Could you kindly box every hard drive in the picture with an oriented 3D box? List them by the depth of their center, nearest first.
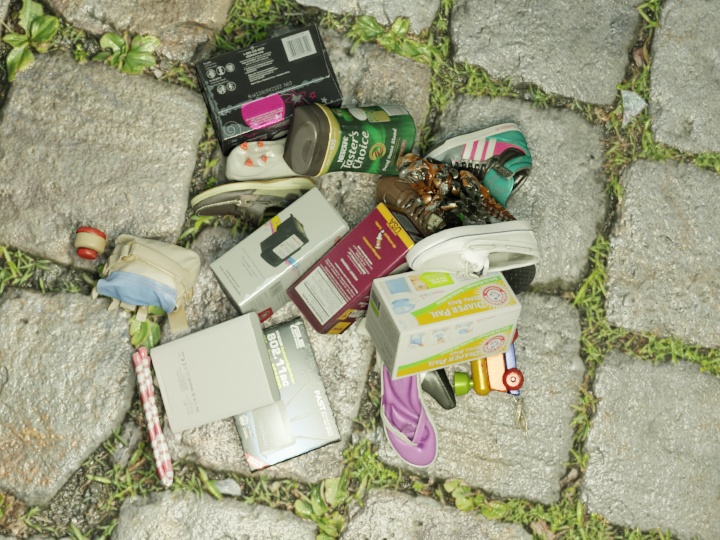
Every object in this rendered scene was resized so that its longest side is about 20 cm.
[{"bbox_3d":[-0.217,0.153,1.639,0.197,0.026,0.134,-20,85,29],"label":"hard drive"}]

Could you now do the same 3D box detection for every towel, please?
[{"bbox_3d":[-0.301,0.216,1.621,0.029,0.146,0.204,-12,85,-13],"label":"towel"}]

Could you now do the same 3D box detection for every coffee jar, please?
[{"bbox_3d":[-0.018,-0.197,1.673,0.197,0.086,0.106,-5,127,-32],"label":"coffee jar"}]

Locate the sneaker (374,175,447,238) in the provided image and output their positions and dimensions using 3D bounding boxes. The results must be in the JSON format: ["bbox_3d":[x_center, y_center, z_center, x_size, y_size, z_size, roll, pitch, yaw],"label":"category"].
[{"bbox_3d":[0.110,-0.082,1.710,0.199,0.076,0.071,38,81,-1],"label":"sneaker"}]

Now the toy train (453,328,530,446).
[{"bbox_3d":[0.195,0.177,1.716,0.113,0.085,0.204,-7,84,4],"label":"toy train"}]

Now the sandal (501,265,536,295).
[{"bbox_3d":[0.185,0.026,1.744,0.198,0.045,0.076,-27,95,-13],"label":"sandal"}]

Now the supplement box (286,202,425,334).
[{"bbox_3d":[0.000,0.000,1.659,0.200,0.110,0.086,-43,75,12],"label":"supplement box"}]

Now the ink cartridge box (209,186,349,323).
[{"bbox_3d":[-0.116,-0.016,1.664,0.199,0.146,0.083,-37,75,-9],"label":"ink cartridge box"}]

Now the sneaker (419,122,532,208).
[{"bbox_3d":[0.188,-0.148,1.735,0.197,0.084,0.122,-21,61,-13],"label":"sneaker"}]

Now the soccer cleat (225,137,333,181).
[{"bbox_3d":[-0.118,-0.173,1.731,0.197,0.077,0.071,-5,73,-27],"label":"soccer cleat"}]

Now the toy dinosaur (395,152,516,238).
[{"bbox_3d":[0.148,-0.113,1.655,0.196,0.103,0.137,5,44,-5],"label":"toy dinosaur"}]

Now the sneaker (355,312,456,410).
[{"bbox_3d":[0.069,0.145,1.715,0.088,0.074,0.201,-38,89,9],"label":"sneaker"}]

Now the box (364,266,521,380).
[{"bbox_3d":[0.121,0.067,1.620,0.197,0.102,0.113,-12,48,-20],"label":"box"}]

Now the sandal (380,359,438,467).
[{"bbox_3d":[0.065,0.217,1.674,0.081,0.050,0.206,-10,111,15],"label":"sandal"}]

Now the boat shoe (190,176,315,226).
[{"bbox_3d":[-0.162,-0.101,1.710,0.196,0.073,0.066,-10,79,-7],"label":"boat shoe"}]

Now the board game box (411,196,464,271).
[{"bbox_3d":[0.110,-0.036,1.755,0.094,0.030,0.204,10,84,-5],"label":"board game box"}]

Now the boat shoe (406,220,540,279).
[{"bbox_3d":[0.166,-0.022,1.591,0.196,0.074,0.066,-13,59,-9],"label":"boat shoe"}]

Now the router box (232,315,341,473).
[{"bbox_3d":[-0.128,0.189,1.684,0.147,0.062,0.203,-19,85,-9],"label":"router box"}]

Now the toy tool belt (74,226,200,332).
[{"bbox_3d":[-0.342,0.015,1.653,0.196,0.125,0.125,13,74,-4],"label":"toy tool belt"}]

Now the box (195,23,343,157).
[{"bbox_3d":[-0.142,-0.277,1.713,0.197,0.115,0.134,-20,84,-9],"label":"box"}]
